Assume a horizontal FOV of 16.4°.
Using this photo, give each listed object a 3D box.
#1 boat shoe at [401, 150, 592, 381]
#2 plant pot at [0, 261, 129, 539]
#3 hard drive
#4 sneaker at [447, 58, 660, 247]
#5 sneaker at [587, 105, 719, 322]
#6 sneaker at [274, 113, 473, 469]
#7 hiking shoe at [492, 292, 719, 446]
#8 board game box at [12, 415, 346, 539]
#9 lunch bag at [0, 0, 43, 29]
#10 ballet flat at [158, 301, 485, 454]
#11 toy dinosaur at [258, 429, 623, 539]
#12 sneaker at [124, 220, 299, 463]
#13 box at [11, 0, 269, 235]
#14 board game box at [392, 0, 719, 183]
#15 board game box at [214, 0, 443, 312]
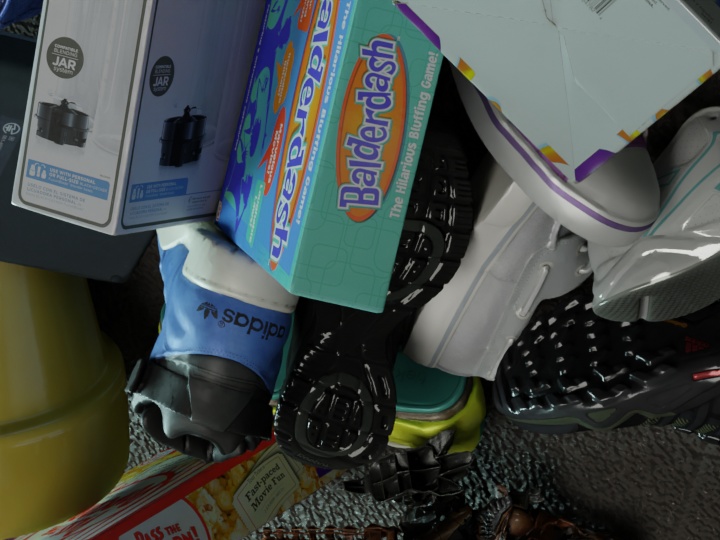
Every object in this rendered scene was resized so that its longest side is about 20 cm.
[{"bbox_3d":[0.082,-0.012,1.231,0.068,0.072,0.200,21,131,-7],"label":"boat shoe"},{"bbox_3d":[-0.233,0.028,1.417,0.200,0.201,0.190,14,117,28],"label":"plant pot"},{"bbox_3d":[-0.187,-0.061,1.271,0.199,0.033,0.140,12,135,-25],"label":"hard drive"},{"bbox_3d":[0.093,-0.116,1.096,0.114,0.072,0.201,-38,77,42],"label":"sneaker"},{"bbox_3d":[0.183,-0.044,1.118,0.199,0.070,0.081,-21,66,29],"label":"sneaker"},{"bbox_3d":[0.000,0.000,1.243,0.075,0.091,0.201,15,123,-12],"label":"sneaker"},{"bbox_3d":[0.161,0.059,1.203,0.199,0.076,0.101,-11,136,31],"label":"hiking shoe"},{"bbox_3d":[-0.124,0.146,1.409,0.151,0.200,0.047,-21,96,44],"label":"board game box"},{"bbox_3d":[-0.193,-0.207,1.227,0.199,0.132,0.137,26,115,16],"label":"lunch bag"},{"bbox_3d":[-0.020,0.062,1.372,0.199,0.067,0.067,14,152,26],"label":"ballet flat"},{"bbox_3d":[0.044,0.157,1.353,0.199,0.136,0.103,-20,70,13],"label":"toy dinosaur"},{"bbox_3d":[-0.077,0.034,1.244,0.076,0.112,0.200,17,-176,-13],"label":"sneaker"},{"bbox_3d":[-0.093,-0.124,1.171,0.060,0.116,0.201,16,102,26],"label":"box"},{"bbox_3d":[0.120,-0.146,0.985,0.105,0.200,0.103,44,138,-4],"label":"board game box"},{"bbox_3d":[-0.014,-0.075,1.108,0.045,0.200,0.153,12,96,-14],"label":"board game box"}]
